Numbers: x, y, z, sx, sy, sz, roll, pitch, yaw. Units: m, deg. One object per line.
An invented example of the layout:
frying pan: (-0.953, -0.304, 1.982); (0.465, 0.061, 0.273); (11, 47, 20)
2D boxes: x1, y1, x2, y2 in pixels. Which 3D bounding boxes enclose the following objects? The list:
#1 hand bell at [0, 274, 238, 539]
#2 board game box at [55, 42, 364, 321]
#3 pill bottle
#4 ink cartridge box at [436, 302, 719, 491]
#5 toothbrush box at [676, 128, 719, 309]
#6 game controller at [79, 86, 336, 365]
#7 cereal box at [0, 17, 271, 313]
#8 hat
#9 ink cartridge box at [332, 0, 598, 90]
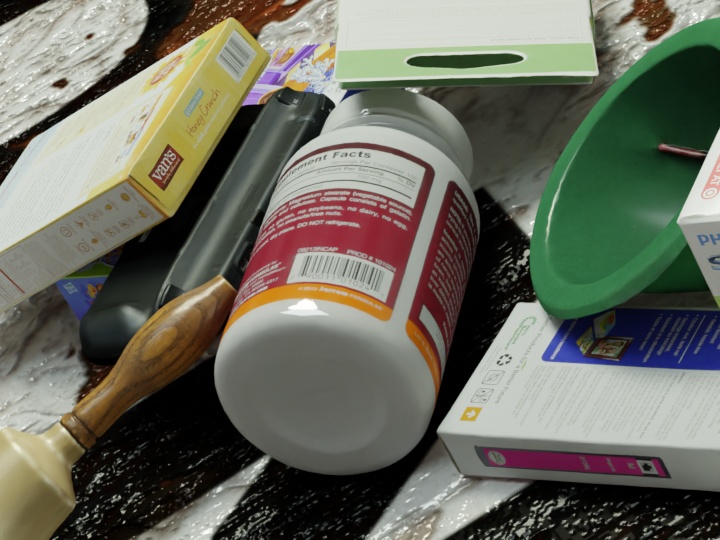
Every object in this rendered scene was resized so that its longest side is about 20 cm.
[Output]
hand bell: (-0.139, 0.076, 1.470); (0.200, 0.104, 0.104); (-44, 35, -6)
board game box: (-0.074, -0.050, 1.671); (0.134, 0.045, 0.200); (-3, 41, 34)
pill bottle: (0.000, 0.000, 1.487); (0.113, 0.113, 0.200); (-12, 36, 25)
ink cartridge box: (0.140, 0.059, 1.374); (0.199, 0.037, 0.095); (-1, 41, 40)
toothbrush box: (0.228, 0.002, 1.233); (0.086, 0.200, 0.146); (-3, 42, 33)
game controller: (-0.083, -0.025, 1.578); (0.104, 0.042, 0.200); (-19, 31, 41)
cereal box: (-0.149, -0.054, 1.639); (0.200, 0.040, 0.144); (-27, 26, 45)
hat: (0.210, -0.016, 1.422); (0.200, 0.176, 0.166); (-30, 36, 51)
ink cartridge box: (0.058, -0.122, 1.592); (0.145, 0.048, 0.200); (-2, 26, 2)
